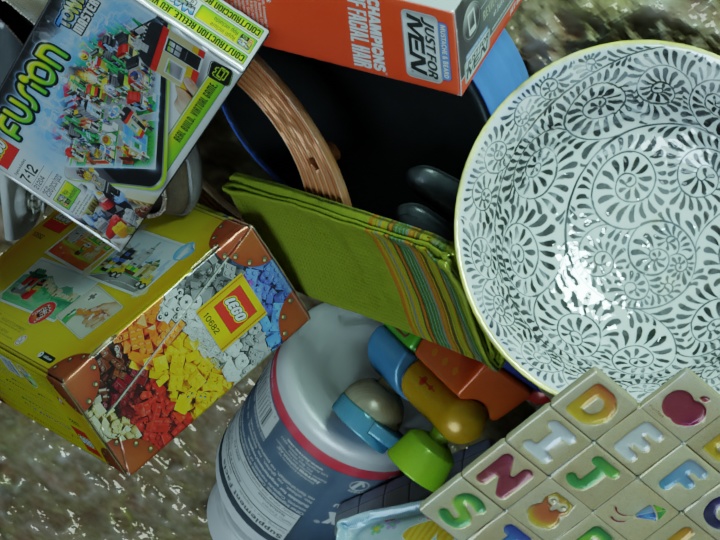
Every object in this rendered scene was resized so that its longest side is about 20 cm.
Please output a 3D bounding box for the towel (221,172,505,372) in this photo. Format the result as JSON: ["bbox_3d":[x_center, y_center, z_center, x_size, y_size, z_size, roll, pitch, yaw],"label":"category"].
[{"bbox_3d":[0.000,0.000,1.599,0.200,0.018,0.086,20,141,47],"label":"towel"}]

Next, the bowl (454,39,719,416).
[{"bbox_3d":[0.153,-0.018,1.532,0.200,0.201,0.094,26,176,9],"label":"bowl"}]

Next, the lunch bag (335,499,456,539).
[{"bbox_3d":[0.102,0.215,1.663,0.199,0.128,0.170,-13,140,18],"label":"lunch bag"}]

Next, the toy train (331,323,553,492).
[{"bbox_3d":[0.061,0.079,1.616,0.085,0.116,0.200,34,-174,-34],"label":"toy train"}]

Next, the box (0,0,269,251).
[{"bbox_3d":[-0.137,-0.098,1.553,0.110,0.035,0.200,33,143,-5],"label":"box"}]

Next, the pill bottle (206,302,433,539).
[{"bbox_3d":[-0.025,0.116,1.803,0.119,0.120,0.200,33,142,0],"label":"pill bottle"}]

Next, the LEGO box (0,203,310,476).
[{"bbox_3d":[-0.148,0.027,1.715,0.200,0.149,0.077,22,149,58],"label":"LEGO box"}]

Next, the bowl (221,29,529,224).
[{"bbox_3d":[0.003,-0.102,1.624,0.200,0.039,0.201,19,138,18],"label":"bowl"}]

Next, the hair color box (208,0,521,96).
[{"bbox_3d":[-0.016,-0.171,1.510,0.199,0.111,0.064,16,139,22],"label":"hair color box"}]

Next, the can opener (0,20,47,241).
[{"bbox_3d":[-0.222,-0.099,1.769,0.066,0.053,0.201,22,139,15],"label":"can opener"}]

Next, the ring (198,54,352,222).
[{"bbox_3d":[-0.073,-0.079,1.649,0.200,0.019,0.201,37,151,24],"label":"ring"}]

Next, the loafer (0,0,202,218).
[{"bbox_3d":[-0.164,-0.108,1.649,0.073,0.071,0.200,3,128,58],"label":"loafer"}]

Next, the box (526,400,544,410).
[{"bbox_3d":[0.182,0.118,1.727,0.200,0.041,0.039,43,140,-10],"label":"box"}]

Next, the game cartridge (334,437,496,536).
[{"bbox_3d":[0.096,0.184,1.746,0.129,0.038,0.200,-29,126,29],"label":"game cartridge"}]

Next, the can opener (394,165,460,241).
[{"bbox_3d":[0.098,0.006,1.617,0.200,0.064,0.078,31,135,-31],"label":"can opener"}]

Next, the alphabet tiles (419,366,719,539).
[{"bbox_3d":[0.136,0.137,1.511,0.166,0.006,0.200,39,118,-20],"label":"alphabet tiles"}]
